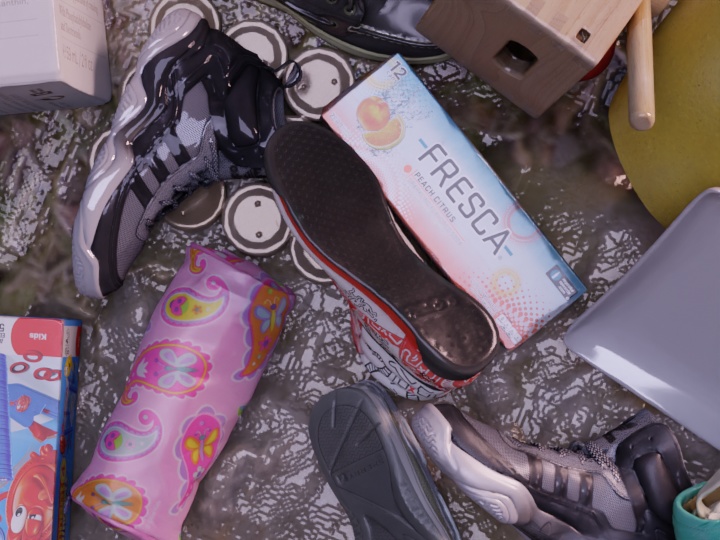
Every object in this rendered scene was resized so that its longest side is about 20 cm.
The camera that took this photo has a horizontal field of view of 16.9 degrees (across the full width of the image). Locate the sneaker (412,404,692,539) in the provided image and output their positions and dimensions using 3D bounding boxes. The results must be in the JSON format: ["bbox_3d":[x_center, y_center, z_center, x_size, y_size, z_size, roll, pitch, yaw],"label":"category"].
[{"bbox_3d":[0.135,0.124,1.568,0.200,0.075,0.114,38,88,-9],"label":"sneaker"}]

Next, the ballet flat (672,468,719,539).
[{"bbox_3d":[0.281,0.126,1.496,0.200,0.067,0.070,-27,112,17],"label":"ballet flat"}]

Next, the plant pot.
[{"bbox_3d":[0.243,-0.096,1.534,0.142,0.200,0.200,-28,86,26],"label":"plant pot"}]

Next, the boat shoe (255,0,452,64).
[{"bbox_3d":[-0.022,-0.193,1.601,0.201,0.066,0.072,23,85,4],"label":"boat shoe"}]

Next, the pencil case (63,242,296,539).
[{"bbox_3d":[-0.118,0.083,1.597,0.087,0.087,0.200,26,91,5],"label":"pencil case"}]

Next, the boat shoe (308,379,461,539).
[{"bbox_3d":[0.029,0.168,1.592,0.074,0.065,0.202,-25,87,25],"label":"boat shoe"}]

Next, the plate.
[{"bbox_3d":[0.255,0.043,1.527,0.200,0.200,0.032,33,51,-5],"label":"plate"}]

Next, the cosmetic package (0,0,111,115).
[{"bbox_3d":[-0.265,-0.204,1.571,0.166,0.167,0.200,-6,89,5],"label":"cosmetic package"}]

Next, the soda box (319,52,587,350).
[{"bbox_3d":[0.059,-0.045,1.584,0.068,0.064,0.200,-38,93,0],"label":"soda box"}]

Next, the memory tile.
[{"bbox_3d":[-0.070,-0.088,1.629,0.200,0.017,0.153,23,91,4],"label":"memory tile"}]

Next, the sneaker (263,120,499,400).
[{"bbox_3d":[0.000,0.001,1.570,0.067,0.108,0.201,-41,87,-22],"label":"sneaker"}]

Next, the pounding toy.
[{"bbox_3d":[0.143,-0.180,1.503,0.142,0.200,0.184,36,78,-3],"label":"pounding toy"}]

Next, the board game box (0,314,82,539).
[{"bbox_3d":[-0.293,0.124,1.621,0.200,0.056,0.196,2,88,4],"label":"board game box"}]

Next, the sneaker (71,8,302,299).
[{"bbox_3d":[-0.110,-0.063,1.585,0.114,0.075,0.200,21,88,7],"label":"sneaker"}]
